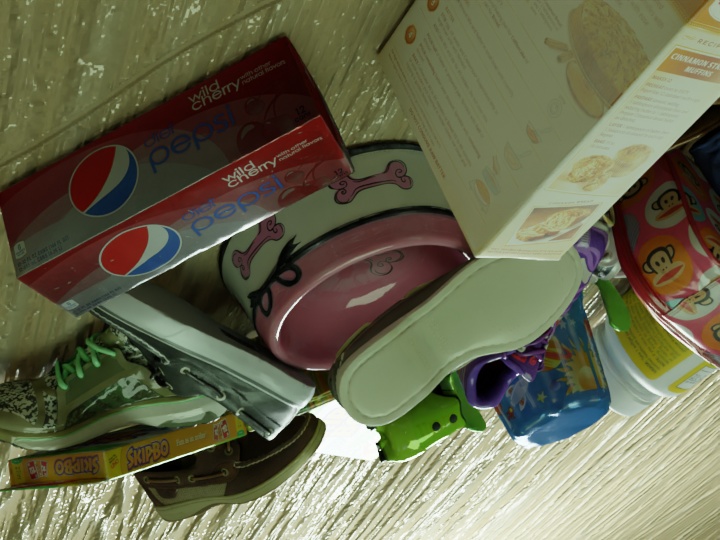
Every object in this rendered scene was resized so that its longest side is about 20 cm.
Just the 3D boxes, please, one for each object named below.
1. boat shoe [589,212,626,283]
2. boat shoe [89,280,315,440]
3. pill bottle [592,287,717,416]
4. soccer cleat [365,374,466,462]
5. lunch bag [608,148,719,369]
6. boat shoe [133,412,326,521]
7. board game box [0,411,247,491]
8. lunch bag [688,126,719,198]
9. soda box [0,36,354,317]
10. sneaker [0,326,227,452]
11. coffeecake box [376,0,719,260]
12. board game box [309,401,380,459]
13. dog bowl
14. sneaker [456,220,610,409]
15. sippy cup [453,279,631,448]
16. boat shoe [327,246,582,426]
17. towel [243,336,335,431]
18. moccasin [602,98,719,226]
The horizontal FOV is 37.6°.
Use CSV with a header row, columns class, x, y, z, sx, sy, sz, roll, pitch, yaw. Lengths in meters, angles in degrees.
class,x,y,z,sx,sy,sz,roll,pitch,yaw
boat shoe,0.197,-0.024,0.888,0.198,0.066,0.074,-4,146,-32
boat shoe,-0.116,0.064,0.747,0.199,0.069,0.057,33,93,-33
pill bottle,0.318,0.053,1.053,0.113,0.115,0.200,10,137,-45
soccer cleat,0.038,0.103,0.883,0.080,0.068,0.200,-20,-165,-4
lunch bag,0.283,-0.012,0.849,0.199,0.178,0.082,35,124,-27
boat shoe,-0.124,0.164,0.952,0.198,0.072,0.072,-24,114,28
board game box,-0.182,0.140,0.829,0.094,0.030,0.199,-10,180,26
lunch bag,0.359,-0.095,0.769,0.199,0.133,0.136,-37,177,13
soda box,-0.109,-0.052,0.624,0.198,0.064,0.070,-27,151,5
sneaker,-0.192,0.071,0.787,0.197,0.077,0.090,-8,116,-23
coffeecake box,0.110,-0.128,0.566,0.072,0.155,0.200,1,143,-37
board game box,-0.015,0.146,1.039,0.095,0.030,0.199,-37,146,23
dog bowl,0.000,0.000,0.778,0.197,0.074,0.201,-18,150,-11
sneaker,0.139,0.038,0.840,0.080,0.084,0.201,12,132,-18
sippy cup,0.162,0.085,0.967,0.138,0.132,0.179,-14,152,-14
boat shoe,0.064,0.036,0.746,0.200,0.073,0.060,-31,-166,-11
towel,-0.012,0.061,0.858,0.197,0.087,0.018,-20,138,-8
moccasin,0.172,-0.082,0.753,0.199,0.078,0.074,-27,149,-1
